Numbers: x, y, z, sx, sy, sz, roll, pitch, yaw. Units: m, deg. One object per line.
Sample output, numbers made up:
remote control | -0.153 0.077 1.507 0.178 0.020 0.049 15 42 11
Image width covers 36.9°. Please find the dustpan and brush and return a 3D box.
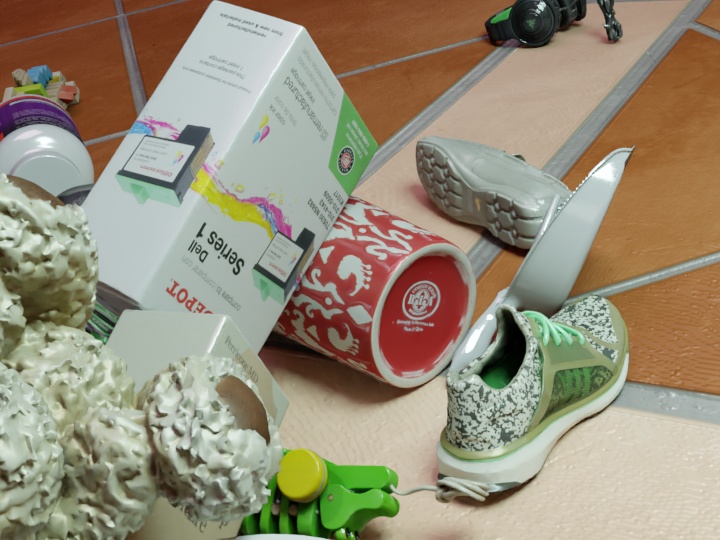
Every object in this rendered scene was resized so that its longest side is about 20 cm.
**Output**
dustpan and brush | 0.127 0.006 0.794 0.057 0.140 0.202 25 70 9

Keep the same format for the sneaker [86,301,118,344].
sneaker | -0.272 0.053 0.873 0.197 0.079 0.086 -7 28 9

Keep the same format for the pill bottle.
pill bottle | -0.357 -0.119 1.194 0.111 0.114 0.200 -19 28 -14

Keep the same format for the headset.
headset | 0.254 -0.330 1.417 0.123 0.095 0.199 -35 20 -30

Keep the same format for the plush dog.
plush dog | -0.159 0.075 0.443 0.200 0.161 0.171 44 24 11

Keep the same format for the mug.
mug | -0.004 -0.009 0.831 0.177 0.135 0.199 -32 36 -30

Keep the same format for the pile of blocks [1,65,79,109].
pile of blocks | -0.435 -0.248 1.503 0.061 0.083 0.201 -8 27 7

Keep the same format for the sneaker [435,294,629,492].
sneaker | 0.116 0.056 0.699 0.076 0.090 0.200 10 34 36

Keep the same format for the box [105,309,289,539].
box | -0.120 0.128 0.584 0.077 0.095 0.202 1 53 28

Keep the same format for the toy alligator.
toy alligator | -0.021 0.139 0.641 0.197 0.059 0.055 4 71 28

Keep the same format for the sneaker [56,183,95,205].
sneaker | -0.298 -0.014 1.018 0.197 0.077 0.114 -22 30 -11

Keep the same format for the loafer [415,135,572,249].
loafer | 0.120 -0.076 0.977 0.069 0.071 0.200 -19 36 -25

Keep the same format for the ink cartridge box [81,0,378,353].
ink cartridge box | -0.089 -0.047 0.714 0.083 0.145 0.202 22 75 30

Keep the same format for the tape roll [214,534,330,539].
tape roll | -0.044 0.219 0.403 0.199 0.141 0.203 -9 26 5
